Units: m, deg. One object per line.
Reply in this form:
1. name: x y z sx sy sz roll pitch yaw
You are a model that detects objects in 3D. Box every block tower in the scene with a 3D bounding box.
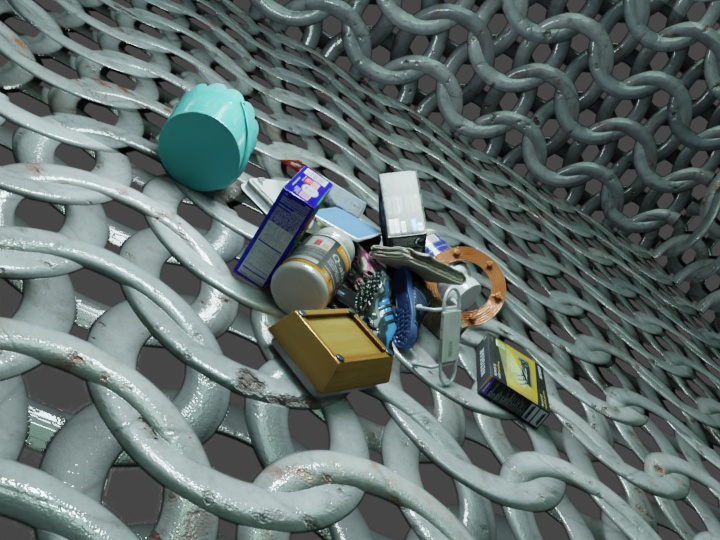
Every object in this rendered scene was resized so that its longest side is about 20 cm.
1. block tower: 0.150 0.081 1.805 0.200 0.058 0.054 42 23 19

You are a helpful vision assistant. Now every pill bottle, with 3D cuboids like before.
1. pill bottle: -0.085 -0.001 1.528 0.116 0.117 0.200 35 33 1
2. pill bottle: 0.198 0.003 1.947 0.115 0.116 0.200 3 40 -52

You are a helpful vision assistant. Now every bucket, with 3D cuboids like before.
1. bucket: -0.321 -0.275 1.678 0.206 0.208 0.135 30 32 -11

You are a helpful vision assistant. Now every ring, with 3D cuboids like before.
1. ring: 0.242 0.034 1.855 0.200 0.200 0.019 41 -19 14

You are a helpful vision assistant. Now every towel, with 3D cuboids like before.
1. towel: 0.125 -0.013 1.746 0.199 0.035 0.132 24 -10 -39

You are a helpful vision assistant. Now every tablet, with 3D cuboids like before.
1. tablet: -0.031 -0.102 1.754 0.129 0.014 0.200 30 14 11

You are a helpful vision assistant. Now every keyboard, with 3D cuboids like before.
1. keyboard: -0.056 0.055 1.622 0.199 0.021 0.127 33 22 -4

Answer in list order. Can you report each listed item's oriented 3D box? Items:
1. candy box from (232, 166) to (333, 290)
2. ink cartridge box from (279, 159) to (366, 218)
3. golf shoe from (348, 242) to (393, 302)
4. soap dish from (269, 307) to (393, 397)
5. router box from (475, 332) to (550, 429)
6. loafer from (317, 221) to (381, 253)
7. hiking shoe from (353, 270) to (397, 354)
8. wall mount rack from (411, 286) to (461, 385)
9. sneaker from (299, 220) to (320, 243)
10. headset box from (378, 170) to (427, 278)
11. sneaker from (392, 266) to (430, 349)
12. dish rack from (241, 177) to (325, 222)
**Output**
1. candy box: -0.146 -0.083 1.530 0.077 0.201 0.169 34 24 -3
2. ink cartridge box: -0.101 -0.194 1.905 0.199 0.058 0.162 26 -3 -24
3. golf shoe: 0.000 0.000 1.752 0.201 0.072 0.092 55 13 26
4. soap dish: -0.044 0.137 1.392 0.157 0.082 0.199 47 24 27
5. router box: 0.332 0.238 1.751 0.156 0.052 0.200 32 23 -7
6. loafer: -0.029 -0.085 1.858 0.199 0.076 0.068 14 24 -49
7. hiking shoe: 0.034 0.092 1.580 0.087 0.074 0.202 40 43 -29
8. wall mount rack: 0.173 0.128 1.641 0.074 0.203 0.173 7 6 36
9. sneaker: -0.107 -0.070 1.668 0.198 0.091 0.067 17 36 -19
10. headset box: 0.095 -0.100 1.849 0.091 0.201 0.176 -6 59 -2
11. sneaker: 0.113 0.085 1.679 0.077 0.070 0.202 27 46 -29
12. dish rack: -0.167 -0.164 1.866 0.172 0.044 0.199 45 25 23
